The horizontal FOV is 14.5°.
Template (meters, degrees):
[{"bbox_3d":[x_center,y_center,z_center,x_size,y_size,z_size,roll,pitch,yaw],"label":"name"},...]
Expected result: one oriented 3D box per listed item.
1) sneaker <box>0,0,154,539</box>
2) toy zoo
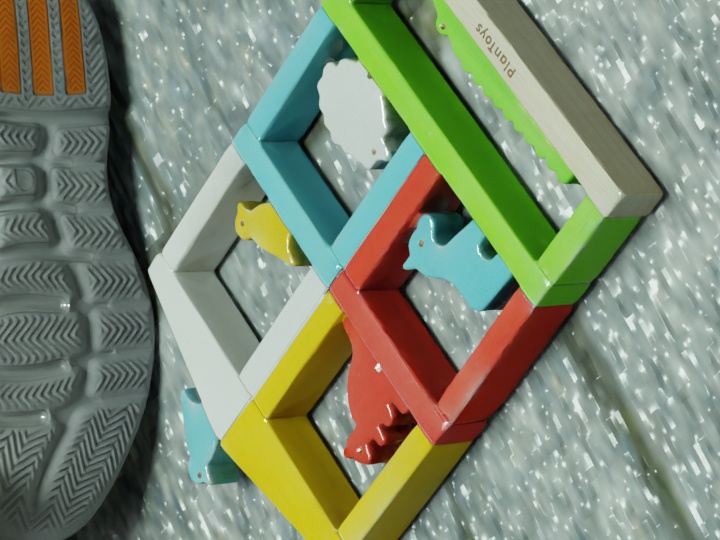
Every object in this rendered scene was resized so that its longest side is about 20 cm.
[{"bbox_3d":[-0.133,-0.001,0.997,0.112,0.077,0.201,-12,76,52],"label":"sneaker"},{"bbox_3d":[0.000,0.000,0.886,0.131,0.020,0.200,55,128,29],"label":"toy zoo"}]
